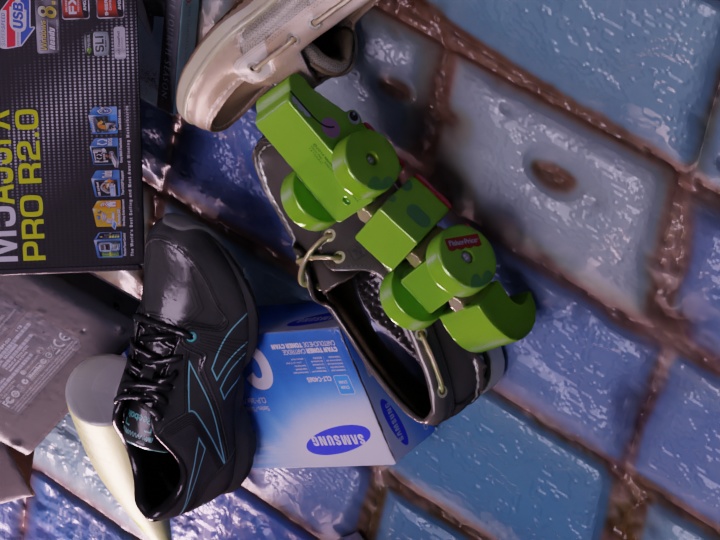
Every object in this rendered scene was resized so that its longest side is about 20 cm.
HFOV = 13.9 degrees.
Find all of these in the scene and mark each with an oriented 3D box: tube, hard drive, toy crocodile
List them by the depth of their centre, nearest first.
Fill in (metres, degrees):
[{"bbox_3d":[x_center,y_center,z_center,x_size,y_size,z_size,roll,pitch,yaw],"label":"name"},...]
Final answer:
[{"bbox_3d":[0.020,-0.031,1.648,0.200,0.062,0.068,46,140,-4],"label":"toy crocodile"},{"bbox_3d":[-0.256,0.023,1.850,0.200,0.033,0.140,31,124,-21],"label":"hard drive"},{"bbox_3d":[-0.152,0.120,1.900,0.052,0.058,0.200,5,153,6],"label":"tube"}]

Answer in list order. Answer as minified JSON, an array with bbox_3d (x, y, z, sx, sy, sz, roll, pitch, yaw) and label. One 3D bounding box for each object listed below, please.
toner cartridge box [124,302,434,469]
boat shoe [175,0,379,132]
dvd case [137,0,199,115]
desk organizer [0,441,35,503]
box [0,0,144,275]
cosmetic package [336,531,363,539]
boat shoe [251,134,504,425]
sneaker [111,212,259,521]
[{"bbox_3d":[-0.053,0.072,1.820,0.200,0.043,0.095,-6,113,45],"label":"toner cartridge box"},{"bbox_3d":[-0.037,-0.129,1.647,0.065,0.072,0.200,49,134,6],"label":"boat shoe"},{"bbox_3d":[-0.178,-0.195,1.766,0.200,0.022,0.146,29,134,23],"label":"dvd case"},{"bbox_3d":[-0.283,0.061,1.952,0.072,0.077,0.200,-15,125,12],"label":"desk organizer"},{"bbox_3d":[-0.208,-0.093,1.733,0.160,0.044,0.200,-2,119,-5],"label":"box"},{"bbox_3d":[-0.069,0.248,1.910,0.200,0.108,0.085,-27,97,47],"label":"cosmetic package"},{"bbox_3d":[0.002,-0.001,1.705,0.202,0.060,0.072,52,139,0],"label":"boat shoe"},{"bbox_3d":[-0.107,0.062,1.772,0.075,0.079,0.200,18,126,35],"label":"sneaker"}]
